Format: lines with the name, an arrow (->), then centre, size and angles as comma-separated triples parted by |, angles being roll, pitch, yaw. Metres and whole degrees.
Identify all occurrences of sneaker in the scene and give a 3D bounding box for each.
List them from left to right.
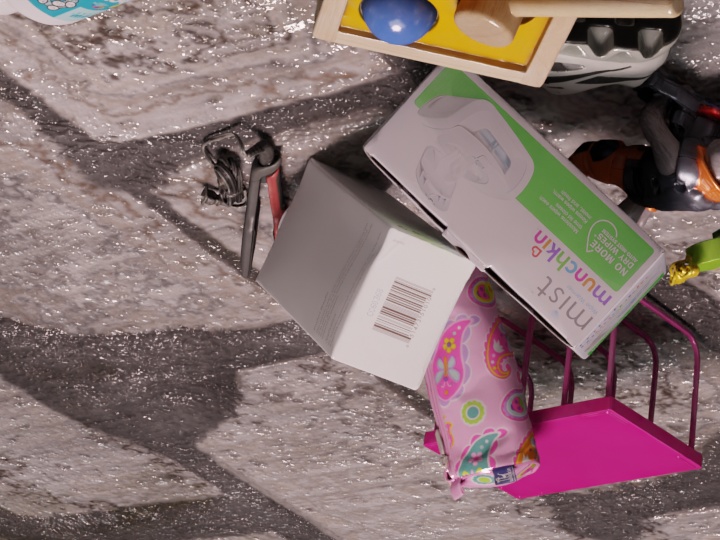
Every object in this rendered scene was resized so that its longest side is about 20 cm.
sneaker -> 0.112, -0.156, 1.566 | 0.198, 0.075, 0.089 | 10, 151, -3

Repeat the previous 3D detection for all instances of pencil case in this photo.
pencil case -> 0.087, 0.084, 1.900 | 0.087, 0.202, 0.087 | -14, 169, -3

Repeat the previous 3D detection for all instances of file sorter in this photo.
file sorter -> 0.180, 0.105, 1.995 | 0.199, 0.126, 0.139 | -15, 146, 39

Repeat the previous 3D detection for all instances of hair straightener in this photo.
hair straightener -> -0.097, -0.052, 1.865 | 0.076, 0.041, 0.200 | 5, 153, 6

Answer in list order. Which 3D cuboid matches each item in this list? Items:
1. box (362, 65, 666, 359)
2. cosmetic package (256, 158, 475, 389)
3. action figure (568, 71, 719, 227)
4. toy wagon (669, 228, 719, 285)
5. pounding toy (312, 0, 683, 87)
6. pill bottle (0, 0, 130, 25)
box -> 0.110, -0.039, 1.601 | 0.200, 0.097, 0.176 | 44, -178, 10
cosmetic package -> 0.000, 0.000, 1.758 | 0.081, 0.114, 0.200 | 22, -170, -23
action figure -> 0.243, -0.059, 1.690 | 0.199, 0.105, 0.193 | 26, 158, -26
toy wagon -> 0.321, -0.024, 1.714 | 0.198, 0.040, 0.155 | -8, 169, -17
pounding toy -> 0.084, -0.194, 1.425 | 0.198, 0.143, 0.184 | 12, 153, -6
pill bottle -> -0.170, -0.224, 1.478 | 0.199, 0.112, 0.111 | -15, 145, 38
